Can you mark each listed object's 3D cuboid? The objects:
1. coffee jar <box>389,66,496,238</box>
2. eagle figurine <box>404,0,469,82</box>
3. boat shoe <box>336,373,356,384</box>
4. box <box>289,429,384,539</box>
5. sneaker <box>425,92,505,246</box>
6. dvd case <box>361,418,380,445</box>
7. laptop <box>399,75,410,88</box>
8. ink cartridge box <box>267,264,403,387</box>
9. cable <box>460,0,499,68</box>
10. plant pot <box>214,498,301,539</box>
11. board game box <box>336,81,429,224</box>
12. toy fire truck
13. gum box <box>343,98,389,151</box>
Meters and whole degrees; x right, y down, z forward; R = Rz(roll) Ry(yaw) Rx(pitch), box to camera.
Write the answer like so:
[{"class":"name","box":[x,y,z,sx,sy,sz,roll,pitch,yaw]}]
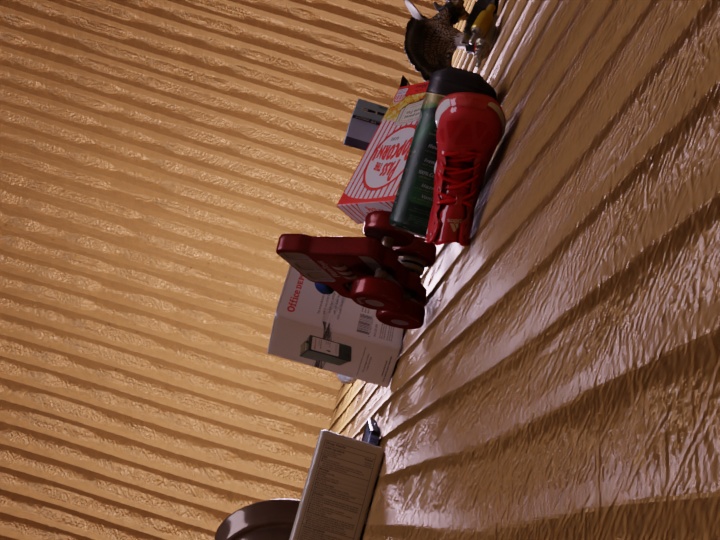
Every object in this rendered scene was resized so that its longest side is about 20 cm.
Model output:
[{"class":"coffee jar","box":[0.100,-0.137,1.360,0.104,0.084,0.203,-9,-65,-81]},{"class":"eagle figurine","box":[0.130,-0.356,1.856,0.151,0.150,0.202,-11,55,65]},{"class":"boat shoe","box":[-0.002,0.166,2.507,0.067,0.072,0.202,60,-142,-53]},{"class":"box","box":[-0.039,0.324,1.540,0.078,0.094,0.203,115,172,-82]},{"class":"sneaker","box":[0.109,-0.092,1.199,0.201,0.077,0.117,80,-165,-66]},{"class":"dvd case","box":[-0.006,0.325,1.693,0.143,0.017,0.203,175,110,-89]},{"class":"laptop","box":[0.098,-0.254,2.259,0.178,0.102,0.202,-76,3,-65]},{"class":"ink cartridge box","box":[-0.033,0.081,1.781,0.147,0.197,0.085,-75,2,-54]},{"class":"cable","box":[0.198,-0.387,1.652,0.202,0.050,0.097,-62,-18,-12]},{"class":"plant pot","box":[-0.130,0.488,1.801,0.176,0.197,0.202,-99,20,-45]},{"class":"board game box","box":[0.068,-0.158,1.509,0.151,0.046,0.202,-1,57,55]},{"class":"toy fire truck","box":[0.000,0.000,1.489,0.200,0.166,0.114,41,-123,-59]},{"class":"gum box","box":[0.065,-0.199,1.697,0.200,0.168,0.045,-78,5,-73]}]
